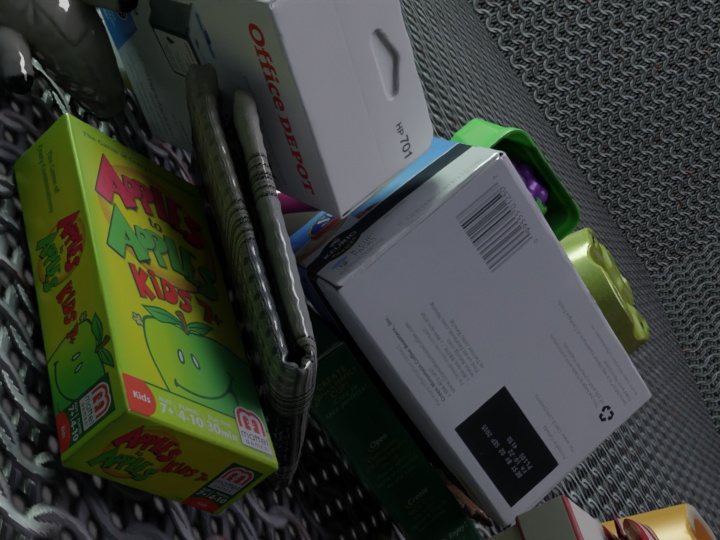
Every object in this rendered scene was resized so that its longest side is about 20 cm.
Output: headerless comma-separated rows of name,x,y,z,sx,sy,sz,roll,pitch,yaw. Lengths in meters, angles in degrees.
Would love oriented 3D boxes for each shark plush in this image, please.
shark plush,-0.218,-0.174,0.754,0.200,0.091,0.083,40,-3,1

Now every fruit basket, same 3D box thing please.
fruit basket,0.107,-0.015,1.139,0.156,0.215,0.216,48,20,-34

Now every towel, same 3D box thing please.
towel,-0.062,0.006,0.725,0.193,0.034,0.201,101,-27,-62

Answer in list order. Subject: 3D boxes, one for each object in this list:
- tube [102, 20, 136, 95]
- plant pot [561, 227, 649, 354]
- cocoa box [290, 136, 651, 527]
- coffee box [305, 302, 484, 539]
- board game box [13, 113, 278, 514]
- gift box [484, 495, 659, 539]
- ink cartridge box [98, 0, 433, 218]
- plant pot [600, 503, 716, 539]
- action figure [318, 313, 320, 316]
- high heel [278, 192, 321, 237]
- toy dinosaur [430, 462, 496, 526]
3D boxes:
tube,-0.123,-0.125,0.924,0.200,0.052,0.058,38,66,-62
plant pot,0.188,0.057,1.289,0.201,0.183,0.201,53,18,-25
cocoa box,0.063,0.033,0.803,0.201,0.133,0.131,54,-9,-21
coffee box,0.006,0.112,0.831,0.201,0.044,0.123,56,-6,-25
board game box,-0.115,0.019,0.649,0.101,0.048,0.201,29,30,-44
gift box,0.124,0.255,0.762,0.200,0.186,0.186,35,30,-53
ink cartridge box,-0.066,-0.136,0.755,0.199,0.086,0.147,27,-34,44
plant pot,0.196,0.273,0.950,0.201,0.182,0.201,52,18,-25
action figure,0.000,0.000,0.953,0.201,0.101,0.119,61,-29,26
high heel,-0.014,-0.053,0.885,0.096,0.199,0.068,52,-32,38
toy dinosaur,0.081,0.138,0.952,0.200,0.085,0.137,24,64,-65
